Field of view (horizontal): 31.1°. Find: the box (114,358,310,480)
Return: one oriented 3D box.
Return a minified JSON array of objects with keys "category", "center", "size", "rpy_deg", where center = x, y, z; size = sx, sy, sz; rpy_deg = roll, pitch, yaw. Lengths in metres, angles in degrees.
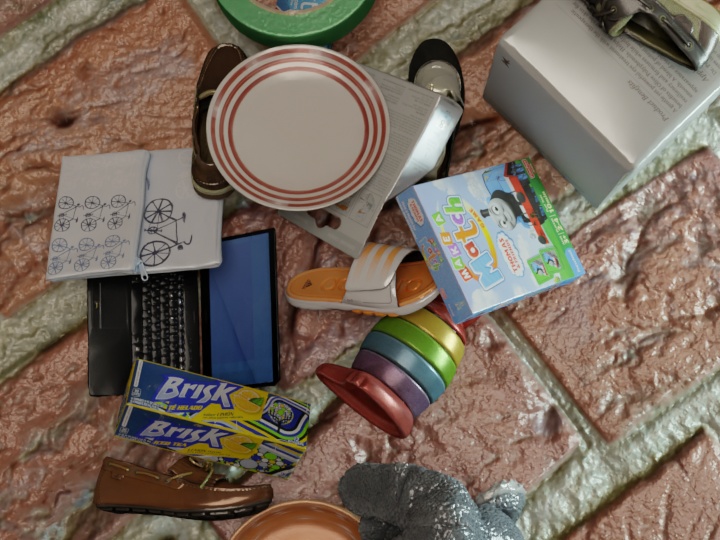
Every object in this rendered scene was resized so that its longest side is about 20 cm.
[{"category":"box","center":[-0.160,0.162,1.404],"size":[0.200,0.070,0.064],"rpy_deg":[15,46,-12]}]

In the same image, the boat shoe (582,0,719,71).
[{"category":"boat shoe","center":[0.266,-0.265,1.290],"size":[0.201,0.072,0.066],"rpy_deg":[27,76,2]}]

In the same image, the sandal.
[{"category":"sandal","center":[-0.003,0.006,1.416],"size":[0.207,0.059,0.079],"rpy_deg":[-3,42,29]}]

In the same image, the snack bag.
[{"category":"snack bag","center":[-0.247,-0.068,1.455],"size":[0.200,0.021,0.189],"rpy_deg":[-4,52,3]}]

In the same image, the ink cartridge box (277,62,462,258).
[{"category":"ink cartridge box","center":[0.008,-0.121,1.450],"size":[0.160,0.047,0.200],"rpy_deg":[30,94,46]}]

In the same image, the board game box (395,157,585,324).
[{"category":"board game box","center":[0.146,-0.037,1.417],"size":[0.200,0.037,0.151],"rpy_deg":[-17,79,-42]}]

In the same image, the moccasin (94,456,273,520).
[{"category":"moccasin","center":[-0.193,0.235,1.425],"size":[0.201,0.074,0.078],"rpy_deg":[1,75,20]}]

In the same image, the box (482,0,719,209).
[{"category":"box","center":[0.267,-0.207,1.417],"size":[0.171,0.200,0.199],"rpy_deg":[-43,83,-8]}]

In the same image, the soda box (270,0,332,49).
[{"category":"soda box","center":[-0.067,-0.268,1.505],"size":[0.068,0.064,0.200],"rpy_deg":[7,81,3]}]

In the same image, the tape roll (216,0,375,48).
[{"category":"tape roll","center":[-0.074,-0.351,1.462],"size":[0.200,0.048,0.201],"rpy_deg":[0,80,3]}]

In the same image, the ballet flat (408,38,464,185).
[{"category":"ballet flat","center":[0.089,-0.177,1.483],"size":[0.068,0.068,0.200],"rpy_deg":[4,81,-8]}]

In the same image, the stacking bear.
[{"category":"stacking bear","center":[0.066,0.075,1.429],"size":[0.114,0.121,0.200],"rpy_deg":[45,73,-22]}]

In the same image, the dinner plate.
[{"category":"dinner plate","center":[-0.068,-0.155,1.413],"size":[0.200,0.024,0.200],"rpy_deg":[0,72,0]}]

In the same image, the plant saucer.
[{"category":"plant saucer","center":[-0.061,0.353,1.423],"size":[0.200,0.037,0.200],"rpy_deg":[0,82,1]}]

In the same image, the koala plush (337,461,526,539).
[{"category":"koala plush","center":[0.101,0.293,1.367],"size":[0.200,0.184,0.177],"rpy_deg":[19,64,-35]}]

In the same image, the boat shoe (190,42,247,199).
[{"category":"boat shoe","center":[-0.155,-0.183,1.464],"size":[0.075,0.075,0.202],"rpy_deg":[-1,62,1]}]

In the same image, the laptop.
[{"category":"laptop","center":[-0.199,0.047,1.437],"size":[0.200,0.103,0.177],"rpy_deg":[0,80,-16]}]
